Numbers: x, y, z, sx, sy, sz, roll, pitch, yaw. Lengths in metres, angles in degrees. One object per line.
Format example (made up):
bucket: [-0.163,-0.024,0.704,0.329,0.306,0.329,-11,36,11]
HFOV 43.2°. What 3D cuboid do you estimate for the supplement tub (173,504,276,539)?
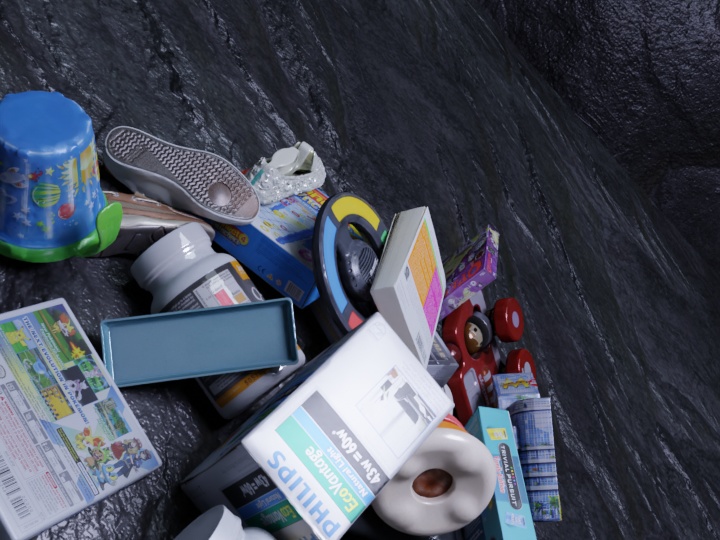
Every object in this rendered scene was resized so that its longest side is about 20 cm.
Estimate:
supplement tub: [-0.093,0.319,0.790,0.200,0.145,0.146,47,30,-7]

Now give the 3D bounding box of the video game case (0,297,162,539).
video game case: [-0.298,0.130,0.838,0.201,0.022,0.182,56,30,9]

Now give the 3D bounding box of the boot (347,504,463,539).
boot: [0.041,0.312,1.058,0.199,0.066,0.166,35,26,-32]

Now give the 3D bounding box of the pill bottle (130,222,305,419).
pill bottle: [-0.160,0.054,1.011,0.201,0.116,0.116,54,30,4]

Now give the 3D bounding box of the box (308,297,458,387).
box: [0.022,0.073,1.242,0.157,0.049,0.201,5,41,-41]

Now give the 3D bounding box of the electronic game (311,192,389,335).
electronic game: [0.000,0.000,1.146,0.200,0.041,0.202,35,48,-50]

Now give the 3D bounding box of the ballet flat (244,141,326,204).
ballet flat: [-0.091,-0.138,1.225,0.072,0.072,0.200,51,28,-1]

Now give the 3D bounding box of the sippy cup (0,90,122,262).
sippy cup: [-0.317,-0.100,0.902,0.176,0.131,0.141,11,47,-11]

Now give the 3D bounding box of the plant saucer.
plant saucer: [-0.165,0.075,0.940,0.019,0.198,0.071,114,-31,-81]

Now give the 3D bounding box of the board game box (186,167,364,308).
board game box: [-0.097,-0.056,1.215,0.199,0.056,0.196,37,28,12]

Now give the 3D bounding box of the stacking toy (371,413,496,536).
stacking toy: [0.072,0.196,1.076,0.146,0.146,0.201,37,19,-22]

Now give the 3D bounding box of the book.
book: [0.071,0.024,1.191,0.201,0.048,0.135,-68,141,-56]

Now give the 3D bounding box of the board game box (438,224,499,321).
board game box: [0.122,0.027,1.339,0.032,0.200,0.121,38,32,-19]

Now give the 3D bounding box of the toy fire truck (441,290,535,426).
toy fire truck: [0.171,0.133,1.337,0.168,0.111,0.202,-37,113,-56]

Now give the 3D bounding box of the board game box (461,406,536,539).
board game box: [0.153,0.298,1.137,0.046,0.152,0.201,9,45,-16]

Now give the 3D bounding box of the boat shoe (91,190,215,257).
boat shoe: [-0.252,-0.058,1.050,0.199,0.076,0.072,8,49,-52]

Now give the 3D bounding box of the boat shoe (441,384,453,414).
boat shoe: [0.067,0.195,1.207,0.093,0.074,0.201,45,30,-24]

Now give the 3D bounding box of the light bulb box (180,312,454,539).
light bulb box: [-0.046,0.174,0.900,0.125,0.198,0.200,49,54,0]

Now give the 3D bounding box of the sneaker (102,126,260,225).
sneaker: [-0.219,-0.108,1.113,0.199,0.085,0.073,27,64,-12]

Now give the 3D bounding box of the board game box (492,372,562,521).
board game box: [0.217,0.232,1.223,0.200,0.061,0.202,78,9,-75]
